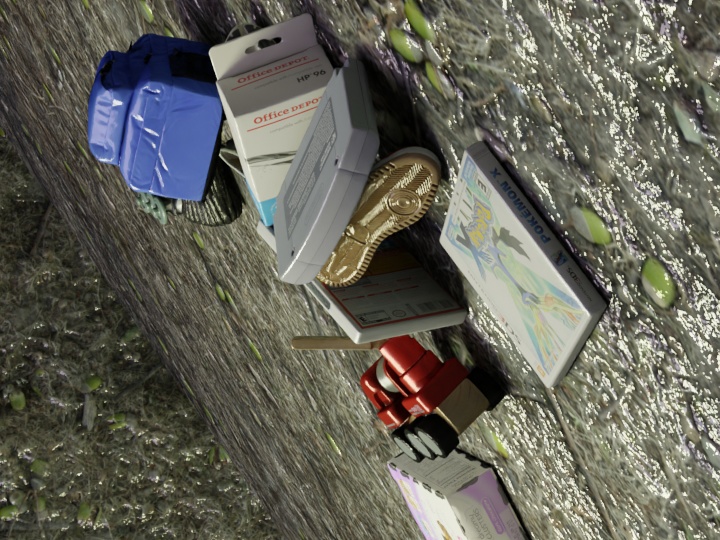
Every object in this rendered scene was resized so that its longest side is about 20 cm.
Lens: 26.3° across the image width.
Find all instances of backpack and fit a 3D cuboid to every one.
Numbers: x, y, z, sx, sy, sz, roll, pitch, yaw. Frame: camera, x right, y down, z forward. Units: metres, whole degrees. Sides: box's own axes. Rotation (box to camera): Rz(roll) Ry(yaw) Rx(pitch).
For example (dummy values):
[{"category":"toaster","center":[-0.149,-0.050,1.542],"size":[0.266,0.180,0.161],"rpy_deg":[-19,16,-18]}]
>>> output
[{"category":"backpack","center":[-0.242,-0.204,1.865],"size":[0.200,0.167,0.163],"rpy_deg":[-99,27,-61]}]

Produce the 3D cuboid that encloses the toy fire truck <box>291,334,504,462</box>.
[{"category":"toy fire truck","center":[0.029,0.113,1.666],"size":[0.200,0.129,0.176],"rpy_deg":[47,166,-1]}]

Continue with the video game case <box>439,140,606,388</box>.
[{"category":"video game case","center":[0.140,0.000,1.382],"size":[0.183,0.022,0.200],"rpy_deg":[54,164,16]}]

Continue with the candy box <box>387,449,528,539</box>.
[{"category":"candy box","center":[0.130,0.310,1.901],"size":[0.168,0.071,0.200],"rpy_deg":[63,165,-14]}]

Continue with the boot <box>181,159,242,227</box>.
[{"category":"boot","center":[-0.257,-0.160,2.218],"size":[0.211,0.079,0.158],"rpy_deg":[41,156,48]}]

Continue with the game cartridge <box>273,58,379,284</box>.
[{"category":"game cartridge","center":[-0.034,-0.088,1.486],"size":[0.134,0.040,0.200],"rpy_deg":[-94,25,-48]}]

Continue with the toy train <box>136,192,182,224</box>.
[{"category":"toy train","center":[-0.309,-0.145,2.427],"size":[0.200,0.085,0.114],"rpy_deg":[-151,45,-65]}]

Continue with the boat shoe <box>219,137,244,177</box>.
[{"category":"boat shoe","center":[-0.096,-0.101,1.851],"size":[0.202,0.065,0.075],"rpy_deg":[50,162,31]}]

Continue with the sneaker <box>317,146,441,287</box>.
[{"category":"sneaker","center":[0.021,-0.080,1.518],"size":[0.071,0.113,0.200],"rpy_deg":[31,134,-12]}]

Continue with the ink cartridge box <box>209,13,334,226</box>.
[{"category":"ink cartridge box","center":[-0.074,-0.151,1.572],"size":[0.200,0.116,0.068],"rpy_deg":[75,171,-47]}]

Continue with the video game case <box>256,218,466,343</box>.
[{"category":"video game case","center":[0.000,0.000,1.615],"size":[0.200,0.143,0.018],"rpy_deg":[48,133,37]}]

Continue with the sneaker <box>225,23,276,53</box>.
[{"category":"sneaker","center":[-0.090,-0.180,1.705],"size":[0.080,0.077,0.201],"rpy_deg":[-143,32,-85]}]
